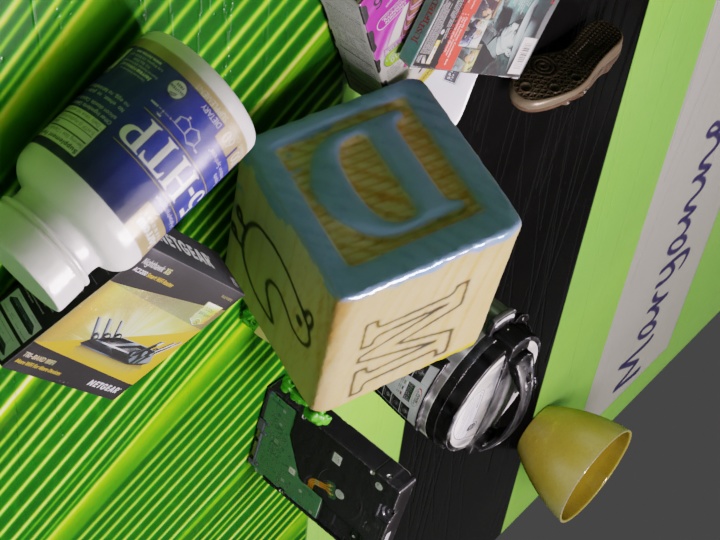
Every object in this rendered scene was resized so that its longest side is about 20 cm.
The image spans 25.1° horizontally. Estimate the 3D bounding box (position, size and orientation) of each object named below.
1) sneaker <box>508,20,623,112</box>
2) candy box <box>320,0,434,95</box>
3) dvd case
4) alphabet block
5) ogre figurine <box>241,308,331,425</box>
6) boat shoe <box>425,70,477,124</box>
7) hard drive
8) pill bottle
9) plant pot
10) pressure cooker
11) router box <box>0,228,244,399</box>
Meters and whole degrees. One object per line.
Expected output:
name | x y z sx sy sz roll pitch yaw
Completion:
sneaker | 0.240 -0.219 1.894 0.200 0.070 0.076 -35 153 -36
candy box | 0.037 -0.247 1.463 0.137 0.061 0.200 -49 158 -11
dvd case | 0.125 -0.250 1.502 0.199 0.022 0.147 -4 126 -54
alphabet block | 0.006 -0.023 1.490 0.195 0.196 0.200 -21 151 -22
ogre figurine | -0.045 0.058 1.698 0.120 0.098 0.201 -46 113 -30
boat shoe | 0.108 -0.232 1.622 0.068 0.071 0.201 -89 -158 -63
hard drive | -0.036 0.229 1.849 0.038 0.200 0.140 -33 150 -43
pill bottle | -0.185 -0.071 1.209 0.200 0.119 0.120 -47 157 -15
plant pot | 0.360 0.320 2.849 0.200 0.142 0.201 -42 155 -24
pressure cooker | 0.108 0.101 1.823 0.179 0.200 0.176 -50 158 -3
router box | -0.205 0.030 1.361 0.157 0.052 0.200 -38 159 8
